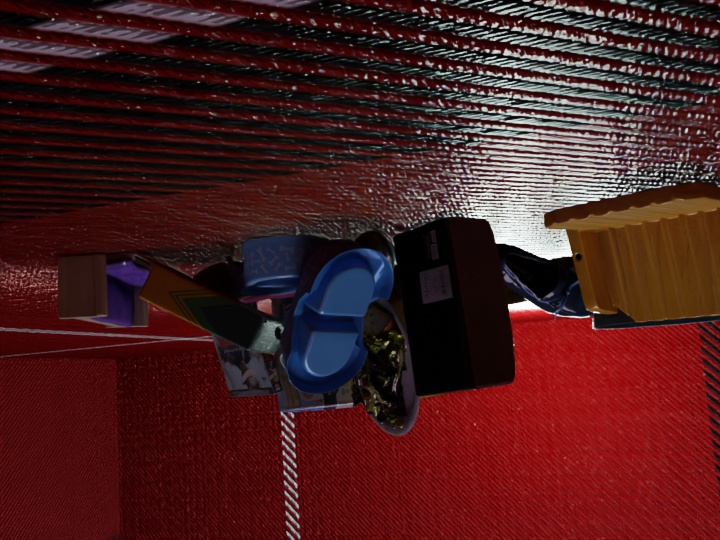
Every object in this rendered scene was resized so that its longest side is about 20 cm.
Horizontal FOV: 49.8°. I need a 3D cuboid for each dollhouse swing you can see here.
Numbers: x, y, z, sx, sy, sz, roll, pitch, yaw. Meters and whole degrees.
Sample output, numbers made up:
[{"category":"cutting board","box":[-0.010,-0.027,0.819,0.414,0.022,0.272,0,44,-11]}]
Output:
[{"category":"dollhouse swing","box":[0.323,-0.010,0.858,0.199,0.184,0.175,-9,-170,38]}]

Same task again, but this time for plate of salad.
[{"category":"plate of salad","box":[0.017,0.126,1.041,0.048,0.202,0.200,-13,177,-27]}]

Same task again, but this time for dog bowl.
[{"category":"dog bowl","box":[-0.034,0.053,0.938,0.111,0.202,0.050,5,-155,-34]},{"category":"dog bowl","box":[-0.108,-0.003,1.014,0.110,0.050,0.200,-1,172,-23]}]

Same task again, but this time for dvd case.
[{"category":"dvd case","box":[-0.199,0.106,1.261,0.022,0.202,0.145,-20,-175,-39]}]

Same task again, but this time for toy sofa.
[{"category":"toy sofa","box":[-0.340,0.033,1.086,0.096,0.084,0.200,-3,172,0]}]

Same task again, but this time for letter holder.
[{"category":"letter holder","box":[0.137,0.045,0.963,0.141,0.202,0.100,0,168,-39]}]

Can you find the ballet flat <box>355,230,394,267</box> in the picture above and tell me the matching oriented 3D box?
[{"category":"ballet flat","box":[0.000,0.000,1.032,0.075,0.068,0.200,-38,178,-8]}]

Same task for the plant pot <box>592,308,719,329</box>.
[{"category":"plant pot","box":[0.420,0.006,1.082,0.198,0.136,0.200,-3,172,0]}]

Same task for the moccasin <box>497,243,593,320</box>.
[{"category":"moccasin","box":[0.268,0.024,1.122,0.198,0.081,0.068,19,180,-16]}]

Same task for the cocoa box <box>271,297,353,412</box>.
[{"category":"cocoa box","box":[-0.079,0.133,1.307,0.130,0.202,0.133,-5,170,-4]}]

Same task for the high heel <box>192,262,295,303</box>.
[{"category":"high heel","box":[-0.160,0.027,1.164,0.198,0.068,0.096,-7,161,0]}]

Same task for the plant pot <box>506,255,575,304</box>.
[{"category":"plant pot","box":[0.287,0.013,1.265,0.198,0.028,0.200,-17,-173,2]}]

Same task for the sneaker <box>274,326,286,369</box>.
[{"category":"sneaker","box":[-0.079,0.086,1.076,0.074,0.118,0.200,41,162,1]}]

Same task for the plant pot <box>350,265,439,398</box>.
[{"category":"plant pot","box":[0.074,0.100,1.168,0.175,0.202,0.199,-22,-176,-35]}]

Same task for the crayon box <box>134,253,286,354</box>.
[{"category":"crayon box","box":[-0.208,0.048,1.047,0.199,0.052,0.126,25,176,12]}]
